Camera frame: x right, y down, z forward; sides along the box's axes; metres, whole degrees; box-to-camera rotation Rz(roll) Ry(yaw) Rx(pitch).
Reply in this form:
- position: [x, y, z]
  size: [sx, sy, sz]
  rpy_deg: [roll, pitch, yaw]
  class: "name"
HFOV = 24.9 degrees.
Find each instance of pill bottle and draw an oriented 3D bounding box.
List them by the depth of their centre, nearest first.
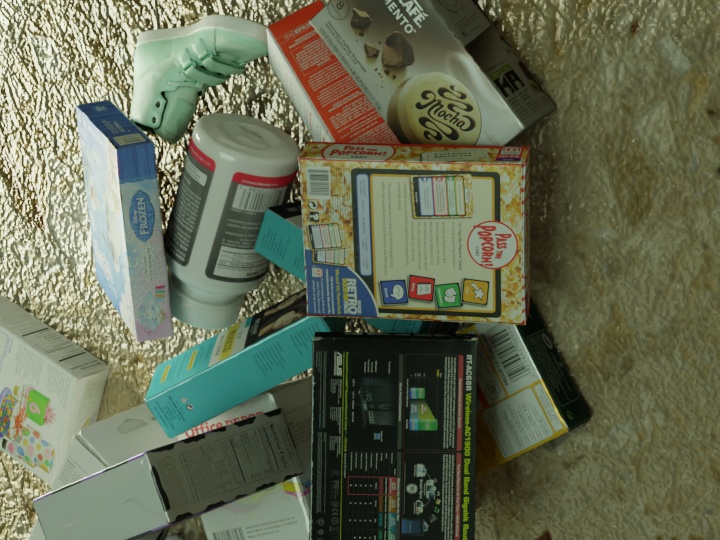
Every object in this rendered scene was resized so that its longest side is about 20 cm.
- position: [-0.136, -0.046, 1.627]
  size: [0.110, 0.110, 0.201]
  rpy_deg: [32, 118, 26]
  class: "pill bottle"

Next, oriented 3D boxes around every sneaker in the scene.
- position: [-0.153, -0.184, 1.616]
  size: [0.199, 0.073, 0.119]
  rpy_deg: [-3, 76, 45]
  class: "sneaker"

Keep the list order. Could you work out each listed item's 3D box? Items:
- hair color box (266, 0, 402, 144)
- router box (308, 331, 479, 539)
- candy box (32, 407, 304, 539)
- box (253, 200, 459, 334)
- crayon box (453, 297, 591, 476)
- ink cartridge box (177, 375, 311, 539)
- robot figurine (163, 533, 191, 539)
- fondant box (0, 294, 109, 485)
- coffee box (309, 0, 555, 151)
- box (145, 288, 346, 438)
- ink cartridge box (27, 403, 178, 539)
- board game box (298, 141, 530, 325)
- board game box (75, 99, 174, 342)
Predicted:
- position: [-0.014, -0.141, 1.522]
  size: [0.061, 0.102, 0.201]
  rpy_deg: [-28, 81, -7]
  class: "hair color box"
- position: [0.030, 0.155, 1.460]
  size: [0.148, 0.062, 0.202]
  rpy_deg: [1, 91, 1]
  class: "router box"
- position: [-0.180, 0.205, 1.554]
  size: [0.167, 0.199, 0.072]
  rpy_deg: [-25, 83, 36]
  class: "candy box"
- position: [0.000, 0.000, 1.559]
  size: [0.199, 0.082, 0.049]
  rpy_deg: [32, 116, 26]
  class: "box"
- position: [0.103, 0.125, 1.532]
  size: [0.199, 0.051, 0.126]
  rpy_deg: [-31, 82, 35]
  class: "crayon box"
- position: [-0.092, 0.223, 1.671]
  size: [0.147, 0.085, 0.202]
  rpy_deg: [-16, 89, 36]
  class: "ink cartridge box"
- position: [-0.201, 0.370, 1.763]
  size: [0.200, 0.112, 0.170]
  rpy_deg: [-53, 41, 32]
  class: "robot figurine"
- position: [-0.392, 0.133, 1.881]
  size: [0.199, 0.058, 0.145]
  rpy_deg: [30, 116, 28]
  class: "fondant box"
- position: [0.064, -0.185, 1.456]
  size: [0.113, 0.080, 0.201]
  rpy_deg: [-37, 89, 35]
  class: "coffee box"
- position: [-0.112, 0.087, 1.602]
  size: [0.199, 0.082, 0.049]
  rpy_deg: [-28, 108, 13]
  class: "box"
- position: [-0.268, 0.255, 1.764]
  size: [0.083, 0.146, 0.201]
  rpy_deg: [39, 120, 21]
  class: "ink cartridge box"
- position: [0.049, -0.032, 1.430]
  size: [0.198, 0.046, 0.153]
  rpy_deg: [3, 113, 11]
  class: "board game box"
- position: [-0.242, -0.054, 1.664]
  size: [0.200, 0.043, 0.201]
  rpy_deg: [-140, 42, -63]
  class: "board game box"
